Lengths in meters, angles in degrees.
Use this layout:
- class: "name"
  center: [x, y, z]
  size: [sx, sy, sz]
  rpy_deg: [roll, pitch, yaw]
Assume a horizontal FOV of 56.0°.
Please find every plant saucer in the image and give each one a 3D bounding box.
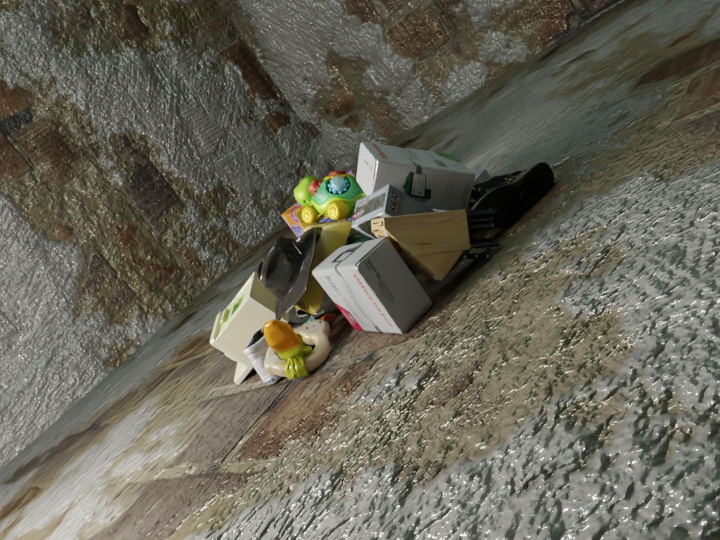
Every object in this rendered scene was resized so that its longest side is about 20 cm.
- class: "plant saucer"
  center: [-0.103, -0.019, 1.402]
  size: [0.201, 0.048, 0.200]
  rpy_deg: [-68, 20, -6]

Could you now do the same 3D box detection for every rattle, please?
- class: "rattle"
  center: [-0.118, 0.099, 1.290]
  size: [0.130, 0.143, 0.200]
  rpy_deg: [-13, 28, 39]

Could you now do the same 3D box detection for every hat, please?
- class: "hat"
  center: [-0.157, -0.007, 1.339]
  size: [0.201, 0.080, 0.202]
  rpy_deg: [-49, 27, 36]

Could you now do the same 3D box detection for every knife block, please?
- class: "knife block"
  center: [0.142, -0.079, 1.163]
  size: [0.176, 0.200, 0.064]
  rpy_deg: [-53, 15, -12]

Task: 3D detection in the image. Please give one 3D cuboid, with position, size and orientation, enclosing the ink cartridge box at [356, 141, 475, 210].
- class: "ink cartridge box"
  center: [0.101, -0.183, 1.320]
  size: [0.198, 0.085, 0.146]
  rpy_deg: [5, 23, -14]

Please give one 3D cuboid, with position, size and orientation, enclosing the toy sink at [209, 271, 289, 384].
- class: "toy sink"
  center: [-0.255, 0.125, 1.495]
  size: [0.200, 0.112, 0.131]
  rpy_deg: [-51, 17, 19]

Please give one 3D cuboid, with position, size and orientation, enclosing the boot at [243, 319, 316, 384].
- class: "boot"
  center: [-0.155, 0.135, 1.383]
  size: [0.073, 0.096, 0.200]
  rpy_deg: [-26, 15, 39]

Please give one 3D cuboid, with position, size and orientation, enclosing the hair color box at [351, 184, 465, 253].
- class: "hair color box"
  center: [0.093, -0.077, 1.254]
  size: [0.099, 0.199, 0.061]
  rpy_deg: [-21, 51, 50]

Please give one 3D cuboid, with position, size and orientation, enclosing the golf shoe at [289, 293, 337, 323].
- class: "golf shoe"
  center: [-0.120, 0.075, 1.483]
  size: [0.199, 0.079, 0.097]
  rpy_deg: [-27, -2, 44]

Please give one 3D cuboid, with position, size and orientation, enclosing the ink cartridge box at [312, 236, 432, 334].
- class: "ink cartridge box"
  center: [0.017, 0.029, 1.195]
  size: [0.083, 0.146, 0.200]
  rpy_deg: [-41, 14, -21]

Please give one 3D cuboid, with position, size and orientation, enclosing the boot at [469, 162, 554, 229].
- class: "boot"
  center: [0.260, -0.137, 1.310]
  size: [0.200, 0.073, 0.150]
  rpy_deg: [-37, 13, -20]

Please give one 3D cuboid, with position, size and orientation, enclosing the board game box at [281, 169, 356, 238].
- class: "board game box"
  center: [-0.069, -0.136, 1.881]
  size: [0.199, 0.201, 0.200]
  rpy_deg: [-38, 13, -10]

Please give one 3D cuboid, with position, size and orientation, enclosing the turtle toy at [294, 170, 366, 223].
- class: "turtle toy"
  center: [-0.060, -0.157, 1.436]
  size: [0.199, 0.102, 0.145]
  rpy_deg: [-2, 7, 40]

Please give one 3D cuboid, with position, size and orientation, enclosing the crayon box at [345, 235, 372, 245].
- class: "crayon box"
  center: [0.000, 0.000, 1.381]
  size: [0.051, 0.126, 0.200]
  rpy_deg: [-33, 10, -22]

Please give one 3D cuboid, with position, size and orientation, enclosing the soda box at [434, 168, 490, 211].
- class: "soda box"
  center: [0.214, -0.130, 1.417]
  size: [0.063, 0.068, 0.200]
  rpy_deg: [-20, 20, 49]

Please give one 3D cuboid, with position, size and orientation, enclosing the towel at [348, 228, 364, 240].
- class: "towel"
  center: [0.071, -0.115, 1.431]
  size: [0.200, 0.024, 0.152]
  rpy_deg: [-41, 30, -29]
